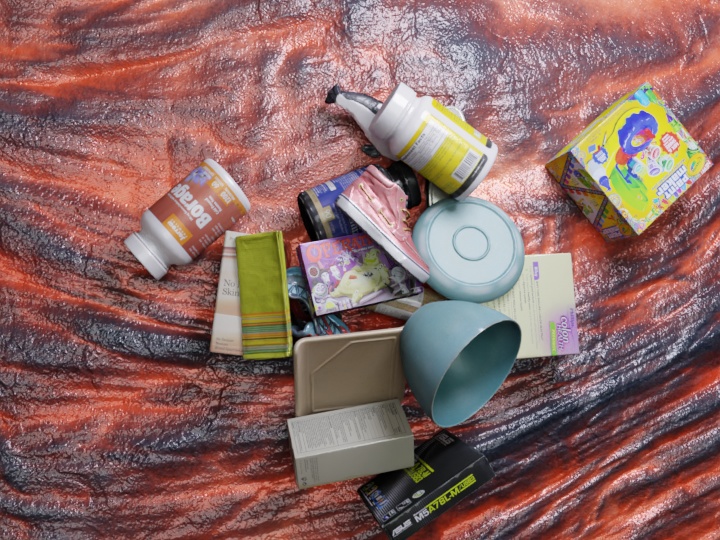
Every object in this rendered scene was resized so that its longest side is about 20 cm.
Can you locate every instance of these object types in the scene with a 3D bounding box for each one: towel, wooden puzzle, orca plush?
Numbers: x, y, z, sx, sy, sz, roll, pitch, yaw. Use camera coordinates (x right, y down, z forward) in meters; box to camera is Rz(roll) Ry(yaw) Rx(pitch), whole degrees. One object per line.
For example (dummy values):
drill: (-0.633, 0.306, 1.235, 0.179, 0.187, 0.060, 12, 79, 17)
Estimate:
towel: (-0.157, 0.041, 1.251, 0.085, 0.018, 0.203, -7, 86, 17)
wooden puzzle: (-0.016, 0.168, 1.307, 0.198, 0.037, 0.186, -9, 131, -13)
orca plush: (0.028, -0.267, 1.403, 0.198, 0.071, 0.106, 25, 126, -1)

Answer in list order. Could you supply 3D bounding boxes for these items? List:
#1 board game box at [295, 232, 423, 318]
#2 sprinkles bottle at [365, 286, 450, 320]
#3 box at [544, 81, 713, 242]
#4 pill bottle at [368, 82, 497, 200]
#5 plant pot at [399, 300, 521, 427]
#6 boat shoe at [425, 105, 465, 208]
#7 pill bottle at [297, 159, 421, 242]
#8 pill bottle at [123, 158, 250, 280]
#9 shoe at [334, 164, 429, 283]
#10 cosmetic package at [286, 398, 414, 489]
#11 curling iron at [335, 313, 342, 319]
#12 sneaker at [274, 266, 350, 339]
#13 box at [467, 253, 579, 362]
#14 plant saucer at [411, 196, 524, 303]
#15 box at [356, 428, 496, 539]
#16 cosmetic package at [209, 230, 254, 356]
board game box: (0.000, 0.000, 1.294, 0.198, 0.032, 0.121, -12, 78, -24)
sprinkles bottle: (0.055, 0.047, 1.362, 0.198, 0.068, 0.069, 16, 83, -7)
box: (0.486, -0.193, 1.424, 0.200, 0.122, 0.193, -41, 93, -10)
pill bottle: (0.120, -0.217, 1.306, 0.199, 0.114, 0.115, 34, 81, -9)
plant pot: (0.140, 0.126, 1.240, 0.200, 0.201, 0.135, -44, 54, -10)
boat shoe: (0.150, -0.191, 1.402, 0.074, 0.062, 0.203, 2, 87, -11)
pill bottle: (-0.001, -0.116, 1.347, 0.198, 0.112, 0.113, -23, 89, -10)
pill bottle: (-0.289, -0.082, 1.298, 0.200, 0.112, 0.112, -43, 92, -10)
shoe: (0.058, -0.076, 1.267, 0.200, 0.071, 0.091, 43, 88, -6)
cosmetic package: (-0.018, 0.287, 1.303, 0.198, 0.104, 0.074, -8, 119, -9)
curling iron: (-0.005, 0.129, 1.366, 0.050, 0.026, 0.200, -44, 93, -6)
sneaker: (-0.085, 0.098, 1.303, 0.079, 0.096, 0.201, -26, 106, 27)
box: (0.269, 0.066, 1.379, 0.198, 0.097, 0.178, -4, 85, -8)
plant saucer: (0.185, -0.043, 1.322, 0.198, 0.027, 0.202, 3, 66, -6)
box: (0.101, 0.347, 1.275, 0.192, 0.200, 0.048, -34, 97, -9)
cosmetic package: (-0.190, 0.042, 1.315, 0.102, 0.087, 0.203, 6, 84, -6)
